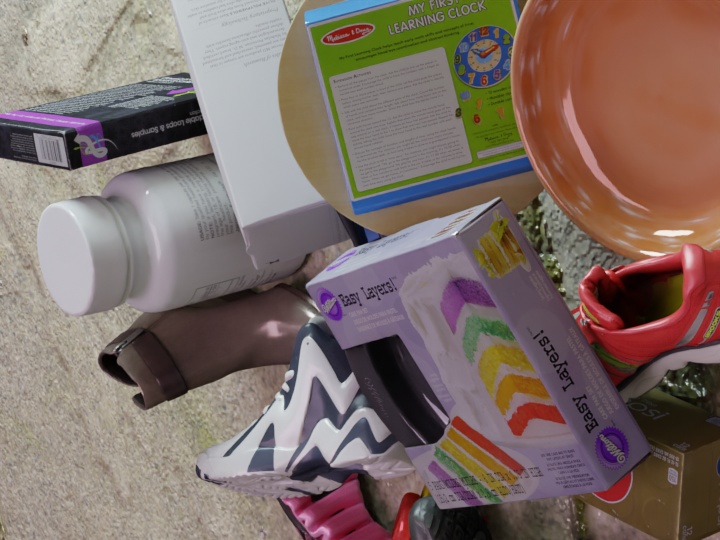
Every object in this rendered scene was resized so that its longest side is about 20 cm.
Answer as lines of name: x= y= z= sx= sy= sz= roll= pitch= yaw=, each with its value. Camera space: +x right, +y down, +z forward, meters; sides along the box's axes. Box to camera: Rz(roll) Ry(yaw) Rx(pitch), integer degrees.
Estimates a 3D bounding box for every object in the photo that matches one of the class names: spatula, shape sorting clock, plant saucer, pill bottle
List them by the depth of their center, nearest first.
plant saucer: x=0.177 y=-0.103 z=1.098 sx=0.200 sy=0.037 sz=0.201 roll=22 pitch=124 yaw=38
shape sorting clock: x=0.045 y=-0.119 z=1.189 sx=0.039 sy=0.199 sz=0.201 roll=-71 pitch=-30 yaw=-83
spatula: x=0.000 y=0.000 z=1.290 sx=0.057 sy=0.020 sz=0.201 roll=-102 pitch=-1 yaw=-52
pill bottle: x=-0.149 y=-0.028 z=1.451 sx=0.114 sy=0.199 sz=0.115 roll=23 pitch=120 yaw=47

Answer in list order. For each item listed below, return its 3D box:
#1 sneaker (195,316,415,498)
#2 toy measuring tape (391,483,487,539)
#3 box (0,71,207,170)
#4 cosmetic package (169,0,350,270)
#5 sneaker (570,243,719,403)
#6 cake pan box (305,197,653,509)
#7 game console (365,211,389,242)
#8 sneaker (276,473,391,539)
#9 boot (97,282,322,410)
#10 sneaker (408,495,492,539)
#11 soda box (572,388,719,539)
sneaker: x=-0.042 y=0.100 z=1.412 sx=0.198 sy=0.079 sz=0.130 roll=-17 pitch=61 yaw=40
toy measuring tape: x=0.067 y=0.167 z=1.332 sx=0.074 sy=0.073 sz=0.201 roll=49 pitch=140 yaw=31
box: x=-0.183 y=-0.123 z=1.465 sx=0.143 sy=0.199 sz=0.036 roll=12 pitch=116 yaw=52
cosmetic package: x=-0.074 y=-0.116 z=1.340 sx=0.108 sy=0.084 sz=0.201 roll=85 pitch=166 yaw=-75
sneaker: x=0.158 y=0.026 z=1.109 sx=0.200 sy=0.085 sz=0.077 roll=-30 pitch=46 yaw=47
cake pan box: x=0.068 y=0.059 z=1.153 sx=0.200 sy=0.052 sz=0.185 roll=-16 pitch=105 yaw=58
game console: x=-0.007 y=-0.081 z=1.308 sx=0.170 sy=0.118 sz=0.201 roll=-23 pitch=83 yaw=54
sneaker: x=-0.023 y=0.213 z=1.488 sx=0.201 sy=0.079 sz=0.096 roll=58 pitch=153 yaw=24
boot: x=-0.119 y=0.068 z=1.486 sx=0.200 sy=0.146 sz=0.071 roll=13 pitch=127 yaw=56
sneaker: x=0.056 y=0.238 z=1.305 sx=0.090 sy=0.076 sz=0.201 roll=0 pitch=130 yaw=23
soda box: x=0.158 y=0.109 z=1.199 sx=0.200 sy=0.064 sz=0.068 roll=24 pitch=120 yaw=48
